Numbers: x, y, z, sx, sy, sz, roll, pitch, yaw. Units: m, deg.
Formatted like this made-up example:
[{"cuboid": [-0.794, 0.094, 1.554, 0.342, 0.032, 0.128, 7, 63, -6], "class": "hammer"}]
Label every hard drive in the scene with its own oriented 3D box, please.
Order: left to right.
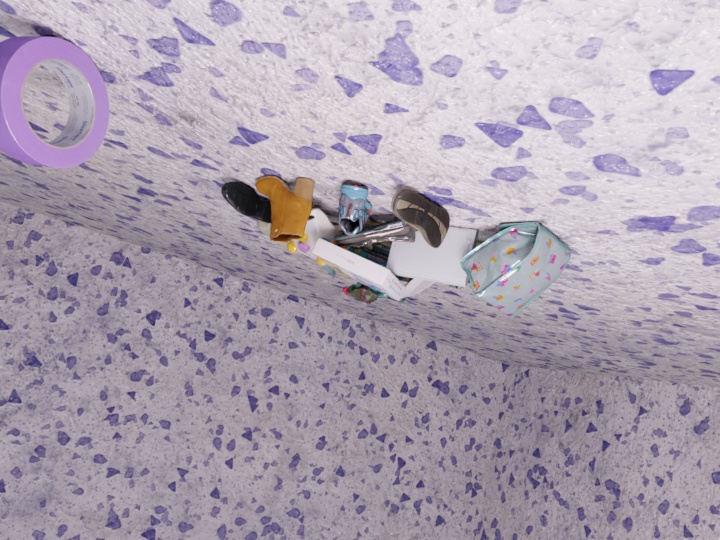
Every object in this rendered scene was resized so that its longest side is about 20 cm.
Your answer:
[{"cuboid": [0.166, -0.043, 1.322, 0.196, 0.135, 0.026, 9, 167, 26], "class": "hard drive"}]

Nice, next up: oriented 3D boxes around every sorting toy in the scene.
[{"cuboid": [-0.135, -0.118, 1.426, 0.197, 0.108, 0.181, 22, 156, 22], "class": "sorting toy"}]

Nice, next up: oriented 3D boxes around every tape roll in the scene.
[{"cuboid": [-0.513, -0.274, 0.924, 0.064, 0.204, 0.200, 9, 168, 22], "class": "tape roll"}]

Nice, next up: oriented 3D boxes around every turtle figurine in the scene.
[{"cuboid": [0.028, 0.046, 1.609, 0.196, 0.103, 0.149, 3, 161, 32], "class": "turtle figurine"}]

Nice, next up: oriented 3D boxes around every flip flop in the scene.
[{"cuboid": [0.125, -0.115, 1.199, 0.198, 0.082, 0.057, 27, 180, -43], "class": "flip flop"}]

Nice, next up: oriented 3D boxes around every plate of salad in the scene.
[{"cuboid": [0.179, 0.006, 1.525, 0.048, 0.198, 0.200, 53, 177, 14], "class": "plate of salad"}]

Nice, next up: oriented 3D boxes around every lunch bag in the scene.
[{"cuboid": [0.344, -0.014, 1.224, 0.199, 0.123, 0.169, -41, 136, 24], "class": "lunch bag"}]

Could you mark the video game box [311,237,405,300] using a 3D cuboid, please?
[{"cuboid": [0.000, 0.000, 1.364, 0.197, 0.047, 0.182, 25, 172, 22], "class": "video game box"}]

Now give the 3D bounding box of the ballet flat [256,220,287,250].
[{"cuboid": [-0.234, -0.111, 1.716, 0.068, 0.071, 0.199, 7, 166, 34], "class": "ballet flat"}]

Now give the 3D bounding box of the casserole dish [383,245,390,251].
[{"cuboid": [0.102, -0.051, 1.618, 0.119, 0.040, 0.199, 20, 167, -22], "class": "casserole dish"}]

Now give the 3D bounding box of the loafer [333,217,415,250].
[{"cuboid": [0.034, -0.075, 1.330, 0.196, 0.064, 0.072, -13, -167, 14], "class": "loafer"}]

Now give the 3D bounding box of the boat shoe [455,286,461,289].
[{"cuboid": [0.294, 0.008, 1.544, 0.071, 0.074, 0.200, -13, 175, 1], "class": "boat shoe"}]

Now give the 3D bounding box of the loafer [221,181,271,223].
[{"cuboid": [-0.299, -0.175, 1.466, 0.071, 0.074, 0.199, 13, 168, 31], "class": "loafer"}]

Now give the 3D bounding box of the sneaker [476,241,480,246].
[{"cuboid": [0.261, -0.037, 1.393, 0.197, 0.078, 0.075, 25, 173, 10], "class": "sneaker"}]

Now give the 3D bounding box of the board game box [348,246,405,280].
[{"cuboid": [0.036, -0.028, 1.600, 0.196, 0.048, 0.151, 20, 167, -7], "class": "board game box"}]

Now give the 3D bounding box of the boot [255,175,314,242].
[{"cuboid": [-0.192, -0.139, 1.298, 0.198, 0.147, 0.070, 6, 165, 40], "class": "boot"}]

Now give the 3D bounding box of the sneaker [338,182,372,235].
[{"cuboid": [-0.023, -0.124, 1.271, 0.078, 0.098, 0.200, 13, 170, 8], "class": "sneaker"}]

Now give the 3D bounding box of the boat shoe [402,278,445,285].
[{"cuboid": [0.176, 0.001, 1.696, 0.196, 0.073, 0.060, 8, 162, 15], "class": "boat shoe"}]

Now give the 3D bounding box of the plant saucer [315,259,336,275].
[{"cuboid": [-0.122, -0.076, 1.631, 0.201, 0.039, 0.202, 47, 165, 16], "class": "plant saucer"}]

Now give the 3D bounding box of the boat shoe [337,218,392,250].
[{"cuboid": [0.016, -0.097, 1.441, 0.198, 0.064, 0.073, 24, 166, -37], "class": "boat shoe"}]
